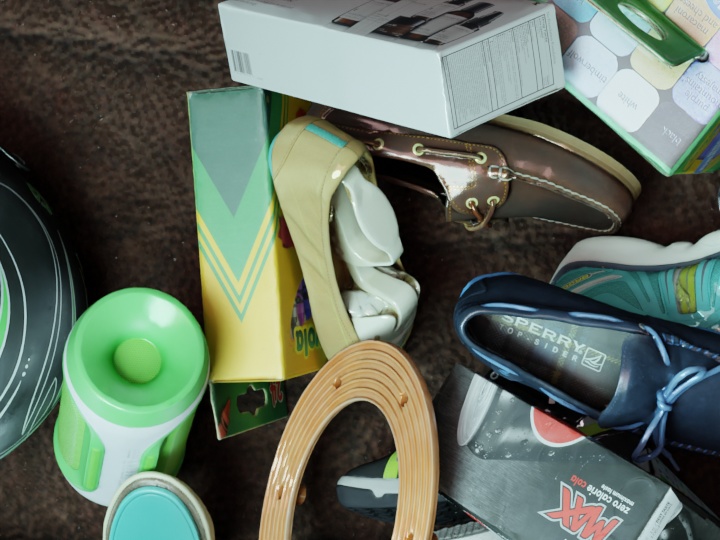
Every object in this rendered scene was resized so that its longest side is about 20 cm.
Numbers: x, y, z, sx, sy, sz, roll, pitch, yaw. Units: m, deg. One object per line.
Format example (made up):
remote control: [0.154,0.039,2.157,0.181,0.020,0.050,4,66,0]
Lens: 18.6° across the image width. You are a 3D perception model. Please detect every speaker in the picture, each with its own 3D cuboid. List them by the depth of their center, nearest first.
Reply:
speaker: [-0.137,0.079,1.294,0.088,0.200,0.089,3,69,-9]

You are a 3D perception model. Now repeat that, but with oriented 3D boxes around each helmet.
helmet: [-0.263,0.032,1.341,0.199,0.200,0.192,-24,93,17]

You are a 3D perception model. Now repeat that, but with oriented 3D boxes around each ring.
ring: [-0.005,0.139,1.239,0.019,0.200,0.202,13,99,-27]

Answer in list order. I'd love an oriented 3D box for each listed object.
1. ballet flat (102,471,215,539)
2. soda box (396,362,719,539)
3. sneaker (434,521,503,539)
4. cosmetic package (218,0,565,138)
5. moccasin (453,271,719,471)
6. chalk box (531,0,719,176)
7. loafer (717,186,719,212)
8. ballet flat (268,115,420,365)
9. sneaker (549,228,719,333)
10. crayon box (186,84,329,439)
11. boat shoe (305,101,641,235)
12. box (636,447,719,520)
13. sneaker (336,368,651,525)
ballet flat: [-0.116,0.184,1.329,0.069,0.070,0.201,13,127,17]
soda box: [0.105,0.120,1.168,0.071,0.063,0.200,-57,35,-3]
sneaker: [0.010,0.209,1.322,0.199,0.074,0.083,-16,88,20]
cosmetic package: [0.013,-0.123,1.184,0.199,0.082,0.051,19,125,50]
moccasin: [0.140,0.062,1.172,0.198,0.068,0.081,15,105,11]
chalk box: [0.170,-0.136,1.188,0.124,0.200,0.124,42,103,11]
loafer: [0.275,0.015,1.233,0.200,0.063,0.072,45,104,11]
ballet flat: [0.000,0.000,1.266,0.063,0.201,0.069,17,54,36]
sneaker: [0.186,0.029,1.228,0.199,0.080,0.078,-4,126,38]
crayon box: [-0.051,-0.007,1.304,0.050,0.127,0.202,-3,92,17]
boat shoe: [0.061,-0.058,1.279,0.199,0.071,0.071,21,66,9]
box: [0.172,0.237,1.237,0.200,0.097,0.176,45,103,-5]
sneaker: [0.080,0.097,1.308,0.198,0.072,0.084,-13,69,15]
